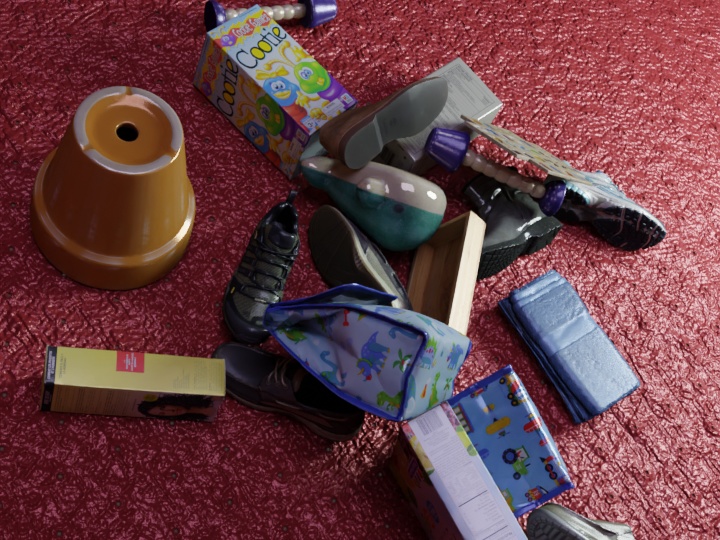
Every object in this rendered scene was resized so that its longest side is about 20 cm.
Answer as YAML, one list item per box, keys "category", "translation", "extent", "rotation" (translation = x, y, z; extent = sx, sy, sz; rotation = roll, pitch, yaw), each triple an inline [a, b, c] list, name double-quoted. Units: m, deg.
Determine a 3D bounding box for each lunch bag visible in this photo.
- category: "lunch bag"
  translation: [0.179, 0.197, 1.293]
  extent: [0.093, 0.200, 0.152]
  rotation: [-29, 82, 8]
- category: "lunch bag"
  translation: [0.006, 0.086, 1.252]
  extent: [0.198, 0.170, 0.129]
  rotation: [18, 91, 25]

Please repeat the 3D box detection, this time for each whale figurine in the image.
- category: "whale figurine"
  translation: [0.012, -0.091, 1.445]
  extent: [0.197, 0.159, 0.105]
  rotation: [18, 97, 6]

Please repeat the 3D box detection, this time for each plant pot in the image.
- category: "plant pot"
  translation: [-0.283, -0.110, 1.292]
  extent: [0.197, 0.184, 0.203]
  rotation: [10, 56, -15]

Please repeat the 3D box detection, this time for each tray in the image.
- category: "tray"
  translation: [0.102, 0.026, 1.404]
  extent: [0.037, 0.098, 0.202]
  rotation: [36, 50, -28]

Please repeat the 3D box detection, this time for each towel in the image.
- category: "towel"
  translation: [0.279, 0.099, 1.459]
  extent: [0.111, 0.049, 0.201]
  rotation: [-23, 69, -31]

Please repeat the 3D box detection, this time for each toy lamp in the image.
- category: "toy lamp"
  translation: [-0.128, -0.378, 1.600]
  extent: [0.197, 0.058, 0.059]
  rotation: [-12, 64, -28]
- category: "toy lamp"
  translation: [0.181, -0.138, 1.489]
  extent: [0.198, 0.058, 0.059]
  rotation: [24, 53, -12]

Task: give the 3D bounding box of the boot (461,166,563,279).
- category: "boot"
  translation: [0.180, -0.070, 1.527]
  extent: [0.198, 0.068, 0.131]
  rotation: [-23, 64, -39]

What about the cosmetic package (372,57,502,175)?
- category: "cosmetic package"
  translation: [0.099, -0.214, 1.572]
  extent: [0.199, 0.073, 0.104]
  rotation: [-34, 76, -34]

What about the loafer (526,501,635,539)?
- category: "loafer"
  translation: [0.286, 0.334, 1.306]
  extent: [0.199, 0.075, 0.070]
  rotation: [33, 41, -4]

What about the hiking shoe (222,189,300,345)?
- category: "hiking shoe"
  translation: [-0.118, -0.006, 1.336]
  extent: [0.075, 0.101, 0.202]
  rotation: [15, 51, -8]

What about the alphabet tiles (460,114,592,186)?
- category: "alphabet tiles"
  translation: [0.231, -0.166, 1.519]
  extent: [0.166, 0.006, 0.199]
  rotation: [40, 19, 34]

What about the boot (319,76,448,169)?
- category: "boot"
  translation: [0.031, -0.208, 1.436]
  extent: [0.199, 0.074, 0.075]
  rotation: [-33, 42, -27]

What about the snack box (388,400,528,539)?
- category: "snack box"
  translation: [0.110, 0.267, 1.208]
  extent: [0.067, 0.169, 0.201]
  rotation: [-27, 69, -14]

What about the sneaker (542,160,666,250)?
- category: "sneaker"
  translation: [0.362, -0.104, 1.603]
  extent: [0.198, 0.078, 0.087]
  rotation: [25, 50, -4]

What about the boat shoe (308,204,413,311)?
- category: "boat shoe"
  translation: [0.001, 0.000, 1.409]
  extent: [0.066, 0.072, 0.202]
  rotation: [11, 37, -49]

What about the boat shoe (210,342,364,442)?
- category: "boat shoe"
  translation: [-0.081, 0.130, 1.286]
  extent: [0.197, 0.074, 0.075]
  rotation: [23, 53, -6]

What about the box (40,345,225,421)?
- category: "box"
  translation: [-0.254, 0.127, 1.222]
  extent: [0.197, 0.076, 0.051]
  rotation: [6, 56, -16]

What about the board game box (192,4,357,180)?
- category: "board game box"
  translation: [-0.118, -0.244, 1.489]
  extent: [0.200, 0.103, 0.105]
  rotation: [44, 54, 10]
